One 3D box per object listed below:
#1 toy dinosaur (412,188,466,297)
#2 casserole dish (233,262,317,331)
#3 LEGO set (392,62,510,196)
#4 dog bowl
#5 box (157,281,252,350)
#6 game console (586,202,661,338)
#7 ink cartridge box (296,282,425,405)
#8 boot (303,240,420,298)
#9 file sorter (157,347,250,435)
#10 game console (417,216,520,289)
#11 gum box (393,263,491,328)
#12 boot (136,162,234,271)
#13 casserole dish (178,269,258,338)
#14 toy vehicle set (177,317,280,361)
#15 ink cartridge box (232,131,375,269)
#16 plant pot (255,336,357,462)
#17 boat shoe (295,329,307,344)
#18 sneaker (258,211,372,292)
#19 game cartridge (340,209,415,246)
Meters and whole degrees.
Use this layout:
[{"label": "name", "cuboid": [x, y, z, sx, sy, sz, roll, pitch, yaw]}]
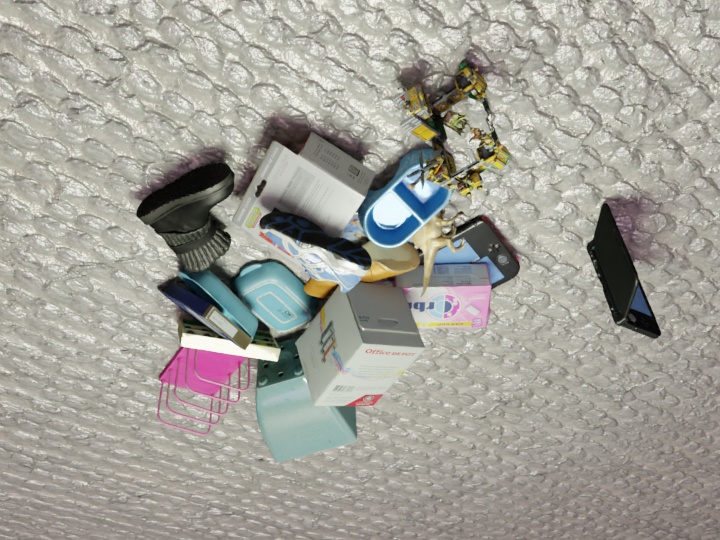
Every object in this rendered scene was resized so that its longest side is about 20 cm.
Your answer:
[{"label": "toy dinosaur", "cuboid": [0.140, -0.059, 1.432, 0.099, 0.058, 0.204, -7, 111, -20]}, {"label": "casserole dish", "cuboid": [-0.167, 0.061, 1.547, 0.120, 0.039, 0.200, -24, 136, 19]}, {"label": "LEGO set", "cuboid": [0.131, -0.223, 1.180, 0.152, 0.203, 0.115, -20, 156, 34]}, {"label": "dog bowl", "cuboid": [0.081, -0.120, 1.345, 0.111, 0.050, 0.200, 43, 108, -16]}, {"label": "box", "cuboid": [-0.304, 0.082, 1.495, 0.033, 0.198, 0.121, -55, 134, -14]}, {"label": "game console", "cuboid": [0.511, 0.001, 1.460, 0.174, 0.202, 0.117, 19, 133, -26]}, {"label": "ink cartridge box", "cuboid": [-0.003, 0.139, 1.445, 0.143, 0.146, 0.201, 8, 137, -34]}, {"label": "boot", "cuboid": [0.000, 0.001, 1.456, 0.198, 0.072, 0.144, -2, 156, -25]}, {"label": "file sorter", "cuboid": [-0.337, 0.246, 1.670, 0.137, 0.127, 0.200, 21, 131, -27]}, {"label": "game console", "cuboid": [0.201, -0.007, 1.538, 0.198, 0.031, 0.177, -29, 133, 22]}, {"label": "gum box", "cuboid": [0.163, 0.052, 1.530, 0.196, 0.067, 0.115, -1, 132, 0]}, {"label": "boot", "cuboid": [-0.268, -0.090, 1.348, 0.208, 0.080, 0.158, -18, 130, 28]}, {"label": "casserole dish", "cuboid": [-0.267, 0.057, 1.488, 0.039, 0.120, 0.201, -49, 120, -16]}, {"label": "toy vehicle set", "cuboid": [-0.269, 0.139, 1.571, 0.197, 0.124, 0.027, 11, 98, -19]}, {"label": "ink cartridge box", "cuboid": [-0.100, -0.123, 1.318, 0.174, 0.084, 0.201, 32, 128, -8]}, {"label": "plant pot", "cuboid": [-0.132, 0.256, 1.671, 0.193, 0.197, 0.202, -16, 129, 11]}, {"label": "boat shoe", "cuboid": [-0.047, 0.105, 1.574, 0.199, 0.075, 0.062, -40, 93, 11]}, {"label": "sneaker", "cuboid": [-0.082, -0.028, 1.279, 0.198, 0.076, 0.078, 28, 124, -3]}, {"label": "game cartridge", "cuboid": [0.011, -0.070, 1.443, 0.196, 0.042, 0.134, 2, 141, -10]}]
